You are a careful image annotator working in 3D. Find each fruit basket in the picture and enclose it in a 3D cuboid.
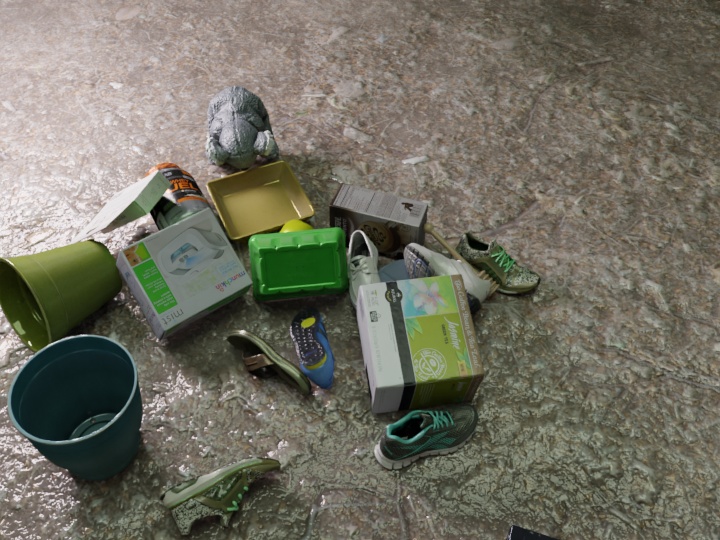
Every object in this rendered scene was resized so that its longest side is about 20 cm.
[{"bbox_3d":[-0.127,-0.024,1.553,0.212,0.158,0.216,-5,5,0],"label":"fruit basket"}]

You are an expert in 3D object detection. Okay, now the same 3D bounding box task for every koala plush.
[{"bbox_3d":[-0.277,-0.302,1.714,0.174,0.186,0.201,-6,33,-4],"label":"koala plush"}]

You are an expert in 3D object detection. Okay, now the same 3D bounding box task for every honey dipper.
[{"bbox_3d":[0.202,-0.024,1.556,0.200,0.038,0.038,44,59,10],"label":"honey dipper"}]

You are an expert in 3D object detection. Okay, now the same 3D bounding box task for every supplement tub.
[{"bbox_3d":[-0.393,-0.137,1.634,0.121,0.124,0.201,-23,52,-20],"label":"supplement tub"}]

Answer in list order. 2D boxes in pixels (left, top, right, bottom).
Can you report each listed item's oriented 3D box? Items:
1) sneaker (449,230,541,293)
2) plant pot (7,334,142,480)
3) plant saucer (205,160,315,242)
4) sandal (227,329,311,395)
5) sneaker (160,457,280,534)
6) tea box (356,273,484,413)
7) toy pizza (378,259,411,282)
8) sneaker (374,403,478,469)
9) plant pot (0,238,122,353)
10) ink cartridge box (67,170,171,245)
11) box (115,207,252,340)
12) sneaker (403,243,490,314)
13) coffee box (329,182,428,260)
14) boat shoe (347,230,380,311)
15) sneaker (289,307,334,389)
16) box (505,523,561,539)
[{"bbox_3d":[0.279,-0.021,1.560,0.198,0.089,0.077,24,52,19],"label":"sneaker"},{"bbox_3d":[-0.452,0.245,1.253,0.197,0.189,0.202,1,48,-1],"label":"plant pot"},{"bbox_3d":[-0.224,-0.146,1.694,0.197,0.049,0.201,-18,51,-17],"label":"plant saucer"},{"bbox_3d":[-0.177,0.173,1.397,0.200,0.080,0.057,33,69,25],"label":"sandal"},{"bbox_3d":[-0.219,0.368,1.234,0.197,0.077,0.090,-19,79,-16],"label":"sneaker"},{"bbox_3d":[0.103,0.132,1.371,0.193,0.134,0.203,-7,61,-7],"label":"tea box"},{"bbox_3d":[0.111,0.057,1.529,0.197,0.032,0.202,0,50,0],"label":"toy pizza"},{"bbox_3d":[0.119,0.273,1.298,0.198,0.092,0.078,-21,52,-18],"label":"sneaker"},{"bbox_3d":[-0.573,0.029,1.461,0.199,0.202,0.189,32,44,25],"label":"plant pot"},{"bbox_3d":[-0.496,-0.111,1.549,0.198,0.045,0.177,-14,36,46],"label":"ink cartridge box"},{"bbox_3d":[-0.343,0.008,1.475,0.198,0.097,0.178,-28,85,-27],"label":"box"},{"bbox_3d":[0.171,0.009,1.515,0.199,0.075,0.087,38,47,20],"label":"sneaker"},{"bbox_3d":[0.038,-0.101,1.613,0.197,0.114,0.080,14,49,13],"label":"coffee box"},{"bbox_3d":[0.000,0.000,1.523,0.073,0.066,0.201,-22,40,12],"label":"boat shoe"},{"bbox_3d":[-0.088,0.148,1.436,0.065,0.079,0.201,-23,32,2],"label":"sneaker"},{"bbox_3d":[0.282,0.503,1.075,0.194,0.125,0.201,16,50,11],"label":"box"}]
